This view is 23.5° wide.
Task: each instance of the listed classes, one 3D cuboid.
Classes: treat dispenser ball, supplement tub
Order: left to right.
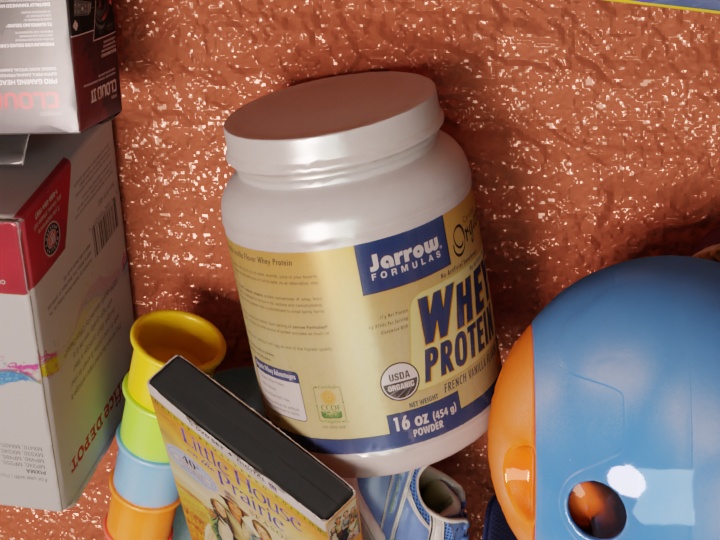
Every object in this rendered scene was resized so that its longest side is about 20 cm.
[{"bbox_3d":[0.000,0.000,0.990,0.143,0.145,0.202,-5,111,15],"label":"supplement tub"},{"bbox_3d":[0.170,0.093,0.951,0.199,0.201,0.202,5,120,9],"label":"treat dispenser ball"}]

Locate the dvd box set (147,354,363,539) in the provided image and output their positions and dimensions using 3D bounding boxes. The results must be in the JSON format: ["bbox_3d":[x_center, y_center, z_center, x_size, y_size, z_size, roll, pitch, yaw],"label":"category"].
[{"bbox_3d":[-0.055,0.153,1.038,0.146,0.029,0.201,34,152,26],"label":"dvd box set"}]

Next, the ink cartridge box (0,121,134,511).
[{"bbox_3d":[-0.202,0.022,1.052,0.082,0.146,0.202,5,120,12],"label":"ink cartridge box"}]

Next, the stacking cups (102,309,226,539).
[{"bbox_3d":[-0.136,0.120,1.102,0.060,0.061,0.201,20,123,1],"label":"stacking cups"}]

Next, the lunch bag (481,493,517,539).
[{"bbox_3d":[0.161,0.216,1.088,0.198,0.136,0.133,-6,118,15],"label":"lunch bag"}]

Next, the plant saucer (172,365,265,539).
[{"bbox_3d":[-0.048,0.139,1.149,0.199,0.039,0.203,6,121,10],"label":"plant saucer"}]

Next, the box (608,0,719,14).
[{"bbox_3d":[0.147,-0.181,0.909,0.198,0.064,0.071,8,121,7],"label":"box"}]

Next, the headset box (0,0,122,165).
[{"bbox_3d":[-0.218,-0.159,0.970,0.147,0.075,0.202,1,105,12],"label":"headset box"}]

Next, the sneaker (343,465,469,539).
[{"bbox_3d":[0.037,0.178,1.085,0.076,0.076,0.201,-18,125,9],"label":"sneaker"}]

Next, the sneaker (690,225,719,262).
[{"bbox_3d":[0.276,-0.027,0.969,0.199,0.090,0.075,-12,128,47],"label":"sneaker"}]
